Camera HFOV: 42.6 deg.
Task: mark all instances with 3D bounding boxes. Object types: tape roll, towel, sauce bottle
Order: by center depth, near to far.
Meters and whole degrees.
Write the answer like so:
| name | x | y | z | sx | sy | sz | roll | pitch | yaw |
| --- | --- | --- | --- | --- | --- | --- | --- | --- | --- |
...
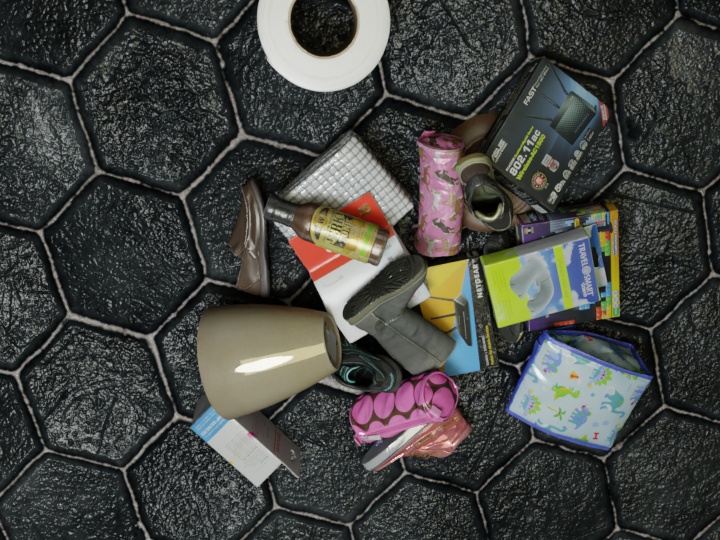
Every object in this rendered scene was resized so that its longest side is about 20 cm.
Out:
| name | x | y | z | sx | sy | sz | roll | pitch | yaw |
| --- | --- | --- | --- | --- | --- | --- | --- | --- | --- |
| tape roll | -0.056 | -0.382 | 1.410 | 0.199 | 0.139 | 0.206 | -1 | 106 | -4 |
| sauce bottle | -0.054 | -0.066 | 1.440 | 0.197 | 0.065 | 0.066 | 18 | 104 | -2 |
| towel | -0.035 | -0.108 | 1.517 | 0.199 | 0.086 | 0.166 | -39 | 112 | 13 |

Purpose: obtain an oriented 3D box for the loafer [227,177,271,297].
| name | x | y | z | sx | sy | sz | roll | pitch | yaw |
| --- | --- | --- | --- | --- | --- | --- | --- | --- | --- |
| loafer | -0.186 | -0.051 | 1.529 | 0.070 | 0.073 | 0.204 | -2 | 105 | -2 |

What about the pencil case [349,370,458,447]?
| name | x | y | z | sx | sy | sz | roll | pitch | yaw |
| --- | --- | --- | --- | --- | --- | --- | --- | --- | --- |
| pencil case | 0.071 | 0.237 | 1.569 | 0.199 | 0.094 | 0.091 | -29 | 107 | 41 |

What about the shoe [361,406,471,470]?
| name | x | y | z | sx | sy | sz | roll | pitch | yaw |
| --- | --- | --- | --- | --- | --- | --- | --- | --- | --- |
| shoe | 0.102 | 0.311 | 1.647 | 0.199 | 0.072 | 0.091 | -40 | 101 | 5 |

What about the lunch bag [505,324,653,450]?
| name | x | y | z | sx | sy | sz | roll | pitch | yaw |
| --- | --- | --- | --- | --- | --- | --- | --- | --- | --- |
| lunch bag | 0.368 | 0.196 | 1.593 | 0.197 | 0.128 | 0.172 | 14 | 115 | -17 |

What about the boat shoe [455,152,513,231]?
| name | x | y | z | sx | sy | sz | roll | pitch | yaw |
| --- | --- | --- | --- | --- | --- | --- | --- | --- | --- |
| boat shoe | 0.198 | -0.106 | 1.451 | 0.071 | 0.067 | 0.201 | -15 | 149 | 15 |

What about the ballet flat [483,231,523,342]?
| name | x | y | z | sx | sy | sz | roll | pitch | yaw |
| --- | --- | --- | --- | --- | --- | --- | --- | --- | --- |
| ballet flat | 0.254 | 0.031 | 1.588 | 0.066 | 0.057 | 0.203 | 6 | 117 | 39 |

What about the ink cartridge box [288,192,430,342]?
| name | x | y | z | sx | sy | sz | roll | pitch | yaw |
| --- | --- | --- | --- | --- | --- | --- | --- | --- | --- |
| ink cartridge box | 0.000 | 0.000 | 1.500 | 0.161 | 0.057 | 0.201 | -30 | 122 | 9 |

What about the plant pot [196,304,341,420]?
| name | x | y | z | sx | sy | sz | roll | pitch | yaw |
| --- | --- | --- | --- | --- | --- | --- | --- | --- | --- |
| plant pot | -0.136 | 0.133 | 1.504 | 0.197 | 0.188 | 0.190 | -11 | 107 | 14 |

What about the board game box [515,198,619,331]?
| name | x | y | z | sx | sy | sz | roll | pitch | yaw |
| --- | --- | --- | --- | --- | --- | --- | --- | --- | --- |
| board game box | 0.352 | -0.008 | 1.564 | 0.162 | 0.057 | 0.203 | -10 | 115 | -1 |

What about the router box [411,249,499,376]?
| name | x | y | z | sx | sy | sz | roll | pitch | yaw |
| --- | --- | --- | --- | --- | --- | --- | --- | --- | --- |
| router box | 0.151 | 0.080 | 1.594 | 0.147 | 0.051 | 0.203 | -12 | 105 | 3 |

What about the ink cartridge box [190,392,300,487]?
| name | x | y | z | sx | sy | sz | roll | pitch | yaw |
| --- | --- | --- | --- | --- | --- | --- | --- | --- | --- |
| ink cartridge box | -0.196 | 0.292 | 1.602 | 0.068 | 0.115 | 0.200 | -43 | 103 | 9 |

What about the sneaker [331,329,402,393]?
| name | x | y | z | sx | sy | sz | roll | pitch | yaw |
| --- | --- | --- | --- | --- | --- | --- | --- | --- | --- |
| sneaker | -0.026 | 0.151 | 1.555 | 0.198 | 0.079 | 0.077 | 17 | 102 | 30 |

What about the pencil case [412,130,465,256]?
| name | x | y | z | sx | sy | sz | roll | pitch | yaw |
| --- | --- | --- | --- | --- | --- | --- | --- | --- | --- |
| pencil case | 0.127 | -0.123 | 1.501 | 0.085 | 0.083 | 0.203 | 8 | 120 | 12 |

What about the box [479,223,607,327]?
| name | x | y | z | sx | sy | sz | roll | pitch | yaw |
| --- | --- | --- | --- | --- | --- | --- | --- | --- | --- |
| box | 0.305 | 0.009 | 1.513 | 0.197 | 0.048 | 0.124 | -16 | 115 | 4 |

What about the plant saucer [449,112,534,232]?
| name | x | y | z | sx | sy | sz | roll | pitch | yaw |
| --- | --- | --- | --- | --- | --- | --- | --- | --- | --- |
| plant saucer | 0.223 | -0.159 | 1.542 | 0.197 | 0.037 | 0.204 | -1 | 106 | -2 |

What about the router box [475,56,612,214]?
| name | x | y | z | sx | sy | sz | roll | pitch | yaw |
| --- | --- | --- | --- | --- | --- | --- | --- | --- | --- |
| router box | 0.291 | -0.216 | 1.485 | 0.149 | 0.062 | 0.202 | 32 | 85 | -12 |

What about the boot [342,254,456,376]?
| name | x | y | z | sx | sy | sz | roll | pitch | yaw |
| --- | --- | --- | --- | --- | --- | --- | --- | --- | --- |
| boot | 0.091 | 0.079 | 1.490 | 0.181 | 0.073 | 0.199 | -34 | 122 | 29 |
